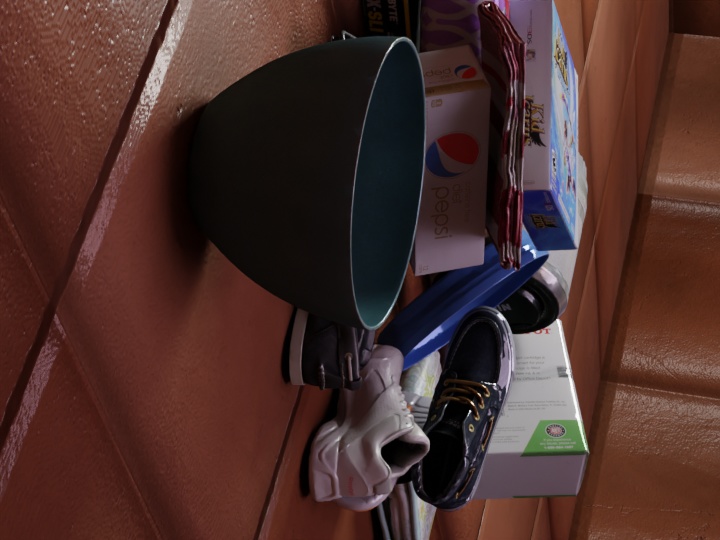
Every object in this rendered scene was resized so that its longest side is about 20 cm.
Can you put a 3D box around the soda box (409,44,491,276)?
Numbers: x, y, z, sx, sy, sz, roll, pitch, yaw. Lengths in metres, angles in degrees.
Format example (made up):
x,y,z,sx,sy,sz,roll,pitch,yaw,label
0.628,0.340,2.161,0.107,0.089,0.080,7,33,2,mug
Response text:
x,y,z,sx,sy,sz,roll,pitch,yaw,label
0.071,-0.093,1.578,0.064,0.067,0.201,-110,-166,-46,soda box

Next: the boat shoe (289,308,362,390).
x,y,z,sx,sy,sz,roll,pitch,yaw,label
-0.011,0.007,1.568,0.072,0.067,0.202,66,31,-64,boat shoe

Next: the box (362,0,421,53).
x,y,z,sx,sy,sz,roll,pitch,yaw,label
0.051,-0.281,1.707,0.161,0.049,0.201,85,19,-46,box

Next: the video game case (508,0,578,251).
x,y,z,sx,sy,sz,roll,pitch,yaw,label
0.172,-0.132,1.702,0.200,0.045,0.183,48,42,-70,video game case

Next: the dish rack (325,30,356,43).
x,y,z,sx,sy,sz,roll,pitch,yaw,label
0.005,-0.086,1.490,0.153,0.054,0.202,1,72,-76,dish rack

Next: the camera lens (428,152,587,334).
x,y,z,sx,sy,sz,roll,pitch,yaw,label
0.170,-0.041,2.062,0.160,0.158,0.201,75,26,-56,camera lens

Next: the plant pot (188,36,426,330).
x,y,z,sx,sy,sz,roll,pitch,yaw,label
-0.042,-0.067,1.268,0.200,0.133,0.202,7,90,-75,plant pot

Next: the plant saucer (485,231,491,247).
x,y,z,sx,sy,sz,roll,pitch,yaw,label
0.100,-0.107,1.760,0.199,0.035,0.202,-5,99,-33,plant saucer

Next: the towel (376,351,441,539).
x,y,z,sx,sy,sz,roll,pitch,yaw,label
0.055,0.207,1.971,0.172,0.048,0.201,-72,163,-46,towel

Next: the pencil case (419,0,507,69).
x,y,z,sx,sy,sz,roll,pitch,yaw,label
0.092,-0.188,1.653,0.086,0.083,0.202,-69,163,-68,pencil case

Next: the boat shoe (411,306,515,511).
x,y,z,sx,sy,sz,roll,pitch,yaw,label
0.099,0.129,1.731,0.091,0.070,0.202,34,67,-75,boat shoe

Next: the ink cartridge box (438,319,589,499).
x,y,z,sx,sy,sz,roll,pitch,yaw,label
0.168,0.154,2.066,0.085,0.144,0.201,95,-7,-46,ink cartridge box

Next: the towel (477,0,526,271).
x,y,z,sx,sy,sz,roll,pitch,yaw,label
0.117,-0.117,1.560,0.144,0.022,0.202,-105,-167,-68,towel

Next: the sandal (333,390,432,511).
x,y,z,sx,sy,sz,roll,pitch,yaw,label
0.017,0.185,1.760,0.207,0.078,0.060,-51,150,-55,sandal

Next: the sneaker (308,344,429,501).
x,y,z,sx,sy,sz,roll,pitch,yaw,label
0.021,0.147,1.693,0.201,0.098,0.078,-67,159,-48,sneaker

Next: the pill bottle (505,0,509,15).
x,y,z,sx,sy,sz,roll,pitch,yaw,label
0.110,-0.191,1.854,0.112,0.111,0.202,58,42,-68,pill bottle

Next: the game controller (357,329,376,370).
x,y,z,sx,sy,sz,roll,pitch,yaw,label
0.000,0.000,1.655,0.104,0.042,0.202,137,-35,-74,game controller

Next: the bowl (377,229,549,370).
x,y,z,sx,sy,sz,roll,pitch,yaw,label
0.100,0.029,1.833,0.200,0.040,0.201,-36,171,-7,bowl
